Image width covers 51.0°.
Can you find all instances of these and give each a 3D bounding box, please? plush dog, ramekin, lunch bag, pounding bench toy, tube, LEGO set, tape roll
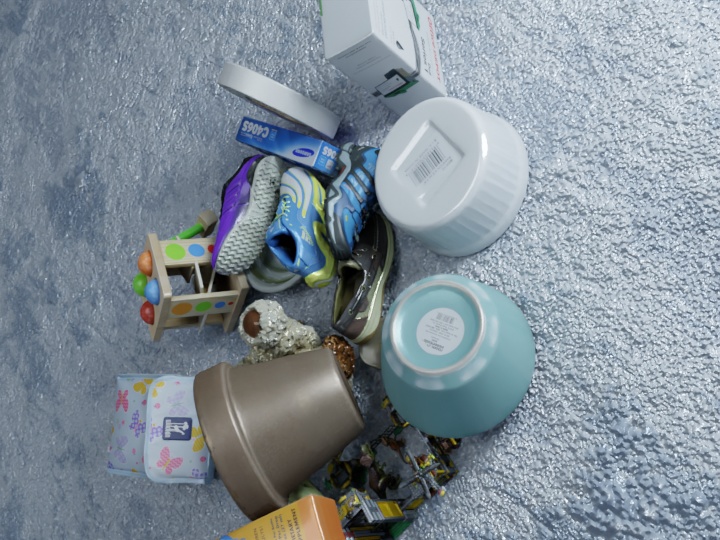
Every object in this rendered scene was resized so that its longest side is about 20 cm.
[{"bbox_3d":[-0.086,0.144,1.086,0.171,0.160,0.202,33,118,23],"label":"plush dog"},{"bbox_3d":[0.112,-0.128,0.998,0.198,0.097,0.204,-12,70,37],"label":"ramekin"},{"bbox_3d":[-0.313,0.255,1.235,0.197,0.126,0.173,-1,79,33],"label":"lunch bag"},{"bbox_3d":[-0.295,-0.007,1.242,0.125,0.154,0.202,-60,44,45],"label":"pounding bench toy"},{"bbox_3d":[-0.089,0.302,1.046,0.199,0.057,0.053,15,111,59],"label":"tube"},{"bbox_3d":[0.021,0.255,0.957,0.200,0.115,0.155,-41,56,23],"label":"LEGO set"},{"bbox_3d":[-0.124,-0.260,1.165,0.202,0.201,0.038,30,98,40],"label":"tape roll"}]

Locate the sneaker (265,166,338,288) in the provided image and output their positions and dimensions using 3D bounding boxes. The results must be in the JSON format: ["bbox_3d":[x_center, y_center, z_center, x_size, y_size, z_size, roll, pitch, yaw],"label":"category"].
[{"bbox_3d":[-0.093,-0.075,1.084,0.075,0.104,0.202,-33,61,24],"label":"sneaker"}]

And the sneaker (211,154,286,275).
[{"bbox_3d":[-0.191,-0.092,1.200,0.099,0.069,0.203,21,85,43],"label":"sneaker"}]

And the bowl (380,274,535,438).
[{"bbox_3d":[0.103,0.085,0.901,0.197,0.105,0.204,-10,60,18],"label":"bowl"}]

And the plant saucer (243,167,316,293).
[{"bbox_3d":[-0.116,-0.060,1.202,0.198,0.050,0.204,-13,70,37],"label":"plant saucer"}]

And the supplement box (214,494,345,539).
[{"bbox_3d":[-0.118,0.340,0.905,0.198,0.069,0.067,-30,59,15],"label":"supplement box"}]

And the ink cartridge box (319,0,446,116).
[{"bbox_3d":[0.032,-0.327,1.053,0.083,0.199,0.149,-19,67,31],"label":"ink cartridge box"}]

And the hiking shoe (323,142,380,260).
[{"bbox_3d":[0.000,-0.104,1.062,0.085,0.075,0.203,1,57,13],"label":"hiking shoe"}]

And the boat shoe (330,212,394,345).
[{"bbox_3d":[0.000,0.000,1.061,0.073,0.064,0.203,-21,53,41],"label":"boat shoe"}]

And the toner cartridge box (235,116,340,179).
[{"bbox_3d":[-0.102,-0.191,1.196,0.198,0.094,0.044,25,95,41],"label":"toner cartridge box"}]

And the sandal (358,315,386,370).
[{"bbox_3d":[0.073,0.097,0.998,0.198,0.054,0.082,2,79,40],"label":"sandal"}]

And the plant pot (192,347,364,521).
[{"bbox_3d":[-0.092,0.187,0.952,0.172,0.201,0.202,-24,59,-1],"label":"plant pot"}]
